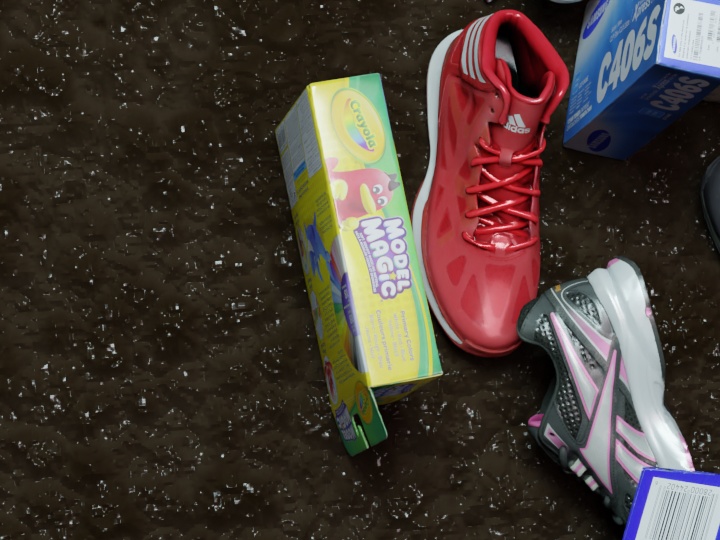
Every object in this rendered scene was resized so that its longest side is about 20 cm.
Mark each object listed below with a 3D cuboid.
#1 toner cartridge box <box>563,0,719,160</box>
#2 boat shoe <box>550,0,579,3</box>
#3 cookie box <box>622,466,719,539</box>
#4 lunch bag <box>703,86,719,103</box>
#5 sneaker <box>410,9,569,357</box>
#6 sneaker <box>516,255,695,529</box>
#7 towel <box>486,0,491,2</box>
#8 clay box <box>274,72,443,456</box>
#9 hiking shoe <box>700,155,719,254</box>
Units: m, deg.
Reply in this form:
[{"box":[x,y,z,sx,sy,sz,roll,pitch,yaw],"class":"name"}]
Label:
[{"box":[0.166,-0.132,1.363,0.043,0.200,0.095,13,78,-7],"class":"toner cartridge box"},{"box":[0.126,-0.256,1.429,0.074,0.062,0.200,3,82,-11],"class":"boat shoe"},{"box":[0.216,0.220,1.323,0.200,0.075,0.171,30,72,-44],"class":"cookie box"},{"box":[0.282,-0.182,1.412,0.200,0.164,0.118,-36,94,-15],"class":"lunch bag"},{"box":[0.075,-0.055,1.376,0.078,0.116,0.200,-5,81,-11],"class":"sneaker"},{"box":[0.143,0.097,1.384,0.086,0.080,0.200,-15,91,4],"class":"sneaker"},{"box":[0.076,-0.283,1.466,0.144,0.023,0.200,-34,88,-13],"class":"towel"},{"box":[0.000,0.000,1.354,0.048,0.115,0.200,-11,83,-13],"class":"clay box"},{"box":[0.287,0.001,1.413,0.076,0.101,0.200,-43,90,-15],"class":"hiking shoe"}]
